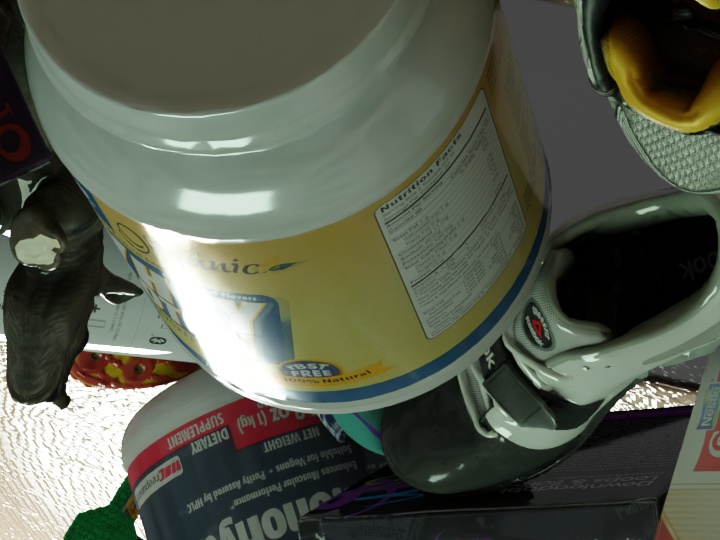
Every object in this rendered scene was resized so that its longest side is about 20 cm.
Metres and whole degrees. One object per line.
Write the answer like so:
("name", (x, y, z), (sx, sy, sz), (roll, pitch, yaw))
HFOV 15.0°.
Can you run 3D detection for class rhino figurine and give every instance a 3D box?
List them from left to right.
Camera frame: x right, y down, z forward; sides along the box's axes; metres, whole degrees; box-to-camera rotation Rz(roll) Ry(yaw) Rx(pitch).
("rhino figurine", (-0.111, -0.032, 0.930), (0.060, 0.088, 0.201), (4, 127, 13))

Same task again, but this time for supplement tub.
("supplement tub", (-0.022, -0.054, 0.864), (0.144, 0.145, 0.200), (12, 158, 18))
("supplement tub", (-0.016, 0.141, 1.217), (0.140, 0.201, 0.140), (-18, 163, -6))

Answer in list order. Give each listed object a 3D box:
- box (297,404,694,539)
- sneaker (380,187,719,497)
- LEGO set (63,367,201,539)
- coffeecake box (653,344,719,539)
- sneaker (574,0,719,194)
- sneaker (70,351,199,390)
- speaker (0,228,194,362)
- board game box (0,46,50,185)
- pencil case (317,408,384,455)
("box", (0.076, 0.089, 1.098), (0.142, 0.036, 0.200), (-6, -175, 21))
("sneaker", (0.069, 0.018, 0.966), (0.200, 0.074, 0.088), (-35, 158, 30))
("LEGO set", (-0.041, 0.145, 1.363), (0.199, 0.154, 0.116), (18, 159, 13))
("coffeecake box", (0.210, 0.061, 0.937), (0.200, 0.154, 0.073), (-4, 148, 45))
("sneaker", (0.093, -0.071, 0.814), (0.078, 0.082, 0.200), (13, 159, 15))
("sneaker", (-0.149, -0.007, 1.182), (0.200, 0.073, 0.077), (25, -168, -29))
("speaker", (-0.145, -0.011, 1.084), (0.199, 0.082, 0.081), (6, 162, -16))
("board game box", (-0.179, -0.106, 0.846), (0.120, 0.032, 0.201), (-18, 99, 49))
("pencil case", (0.000, 0.000, 1.060), (0.092, 0.085, 0.200), (46, 172, 30))
